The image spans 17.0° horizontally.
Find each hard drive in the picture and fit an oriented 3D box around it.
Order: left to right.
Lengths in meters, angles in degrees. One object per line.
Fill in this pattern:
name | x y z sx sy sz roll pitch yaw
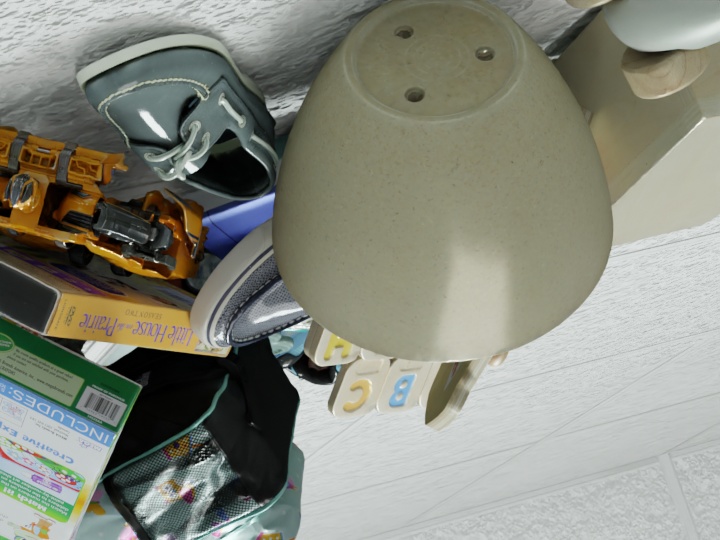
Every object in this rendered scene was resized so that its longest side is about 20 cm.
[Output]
hard drive | -0.010 -0.058 1.557 0.199 0.025 0.132 -20 168 6

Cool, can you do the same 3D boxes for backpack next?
backpack | -0.137 0.137 1.595 0.199 0.154 0.176 -23 -157 11

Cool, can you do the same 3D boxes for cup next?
cup | 0.044 -0.070 1.356 0.199 0.201 0.144 -17 141 -10

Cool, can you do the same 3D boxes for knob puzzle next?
knob puzzle | 0.091 0.023 1.506 0.030 0.220 0.220 26 160 -3

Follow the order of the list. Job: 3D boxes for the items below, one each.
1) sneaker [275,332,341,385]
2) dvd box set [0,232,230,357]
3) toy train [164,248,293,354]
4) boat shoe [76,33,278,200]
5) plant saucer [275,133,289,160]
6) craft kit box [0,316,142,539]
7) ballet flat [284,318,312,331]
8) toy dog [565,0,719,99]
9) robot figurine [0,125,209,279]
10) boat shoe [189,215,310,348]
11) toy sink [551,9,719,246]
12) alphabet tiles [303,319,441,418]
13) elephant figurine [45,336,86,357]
sneaker | -0.040 0.052 1.911 0.078 0.090 0.200 -24 167 23
dvd box set | -0.180 0.007 1.435 0.146 0.030 0.200 24 -174 27
toy train | -0.115 0.026 1.725 0.113 0.086 0.200 -10 168 7
boat shoe | -0.093 -0.081 1.333 0.073 0.062 0.200 -22 167 13
plant saucer | 0.009 -0.091 1.547 0.199 0.019 0.070 -20 167 0
craft kit box | -0.246 0.090 1.436 0.198 0.199 0.049 -61 -177 48
ballet flat | 0.001 0.000 1.609 0.199 0.072 0.072 2 158 -31
toy dog | 0.210 -0.166 1.328 0.199 0.097 0.132 6 137 25
robot figurine | -0.159 -0.037 1.360 0.144 0.059 0.200 13 174 12
boat shoe | 0.000 0.000 1.440 0.200 0.093 0.075 -37 151 -13
toy sink | 0.199 -0.109 1.531 0.130 0.112 0.200 -12 161 -27
alphabet tiles | 0.053 0.013 1.586 0.199 0.015 0.196 -3 124 -43
elephant figurine | -0.237 0.047 1.586 0.199 0.155 0.142 -24 128 -28
